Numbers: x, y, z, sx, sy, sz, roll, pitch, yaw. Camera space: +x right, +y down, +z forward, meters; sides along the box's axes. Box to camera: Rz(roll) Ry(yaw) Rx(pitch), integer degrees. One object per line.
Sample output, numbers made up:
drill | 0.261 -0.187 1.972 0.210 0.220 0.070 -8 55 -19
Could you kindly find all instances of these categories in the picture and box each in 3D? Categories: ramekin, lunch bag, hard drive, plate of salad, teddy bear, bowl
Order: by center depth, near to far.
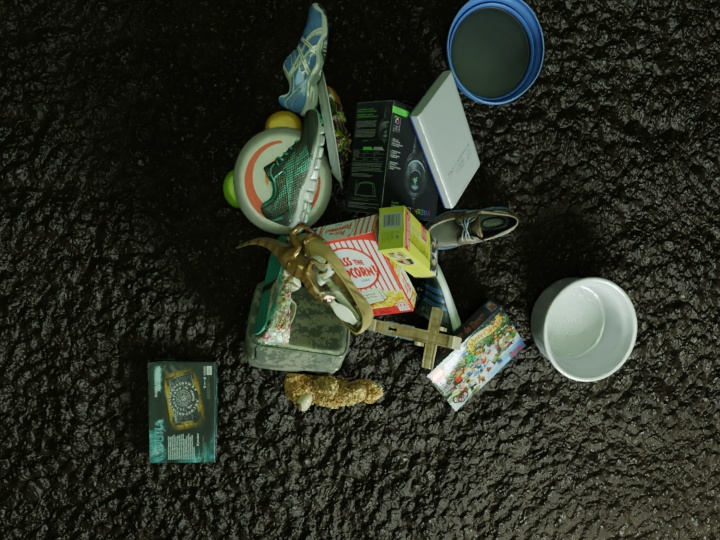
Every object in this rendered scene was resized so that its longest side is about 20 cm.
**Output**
plate of salad | -0.042 -0.250 0.978 0.046 0.200 0.207 -9 97 -2
hard drive | 0.160 -0.238 1.016 0.133 0.025 0.202 -54 134 -28
lunch bag | -0.123 0.124 1.033 0.193 0.169 0.143 8 56 -9
teddy bear | -0.052 0.239 1.064 0.194 0.144 0.069 10 73 -24
bowl | 0.258 -0.428 1.073 0.193 0.039 0.208 -1 96 -6
ramekin | 0.445 0.111 1.121 0.193 0.098 0.208 -1 96 -7

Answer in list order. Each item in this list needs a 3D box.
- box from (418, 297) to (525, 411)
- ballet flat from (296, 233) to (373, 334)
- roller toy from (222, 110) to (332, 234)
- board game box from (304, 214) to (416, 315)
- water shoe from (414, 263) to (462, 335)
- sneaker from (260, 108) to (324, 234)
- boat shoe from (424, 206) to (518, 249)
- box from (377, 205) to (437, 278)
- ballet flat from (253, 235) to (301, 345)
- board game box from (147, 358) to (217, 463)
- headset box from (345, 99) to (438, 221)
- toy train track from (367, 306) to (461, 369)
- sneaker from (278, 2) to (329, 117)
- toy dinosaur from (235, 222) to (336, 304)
box | 0.227 0.171 1.106 0.199 0.038 0.137 -42 125 -1
ballet flat | -0.048 0.024 0.939 0.068 0.063 0.201 -37 100 27
roller toy | -0.139 -0.163 1.008 0.182 0.140 0.201 41 90 -9
board game box | 0.000 0.000 1.009 0.147 0.047 0.202 -9 131 27
water shoe | 0.139 0.055 1.096 0.077 0.072 0.205 -24 97 -1
sneaker | -0.113 -0.169 0.906 0.088 0.077 0.207 13 91 -14
boat shoe | 0.217 -0.089 1.088 0.194 0.072 0.075 -15 97 -4
box | 0.088 -0.045 0.971 0.049 0.199 0.078 -4 74 24
ballet flat | -0.136 0.038 0.951 0.063 0.075 0.205 29 55 -32
board game box | -0.350 0.277 1.088 0.130 0.028 0.207 2 96 -6
headset box | 0.069 -0.201 1.007 0.171 0.091 0.207 2 97 -49
toy train track | 0.097 0.121 1.067 0.194 0.032 0.119 9 84 25
sneaker | -0.103 -0.392 1.020 0.074 0.076 0.207 9 94 -11
toy dinosaur | -0.114 -0.027 0.895 0.198 0.060 0.107 38 91 14
